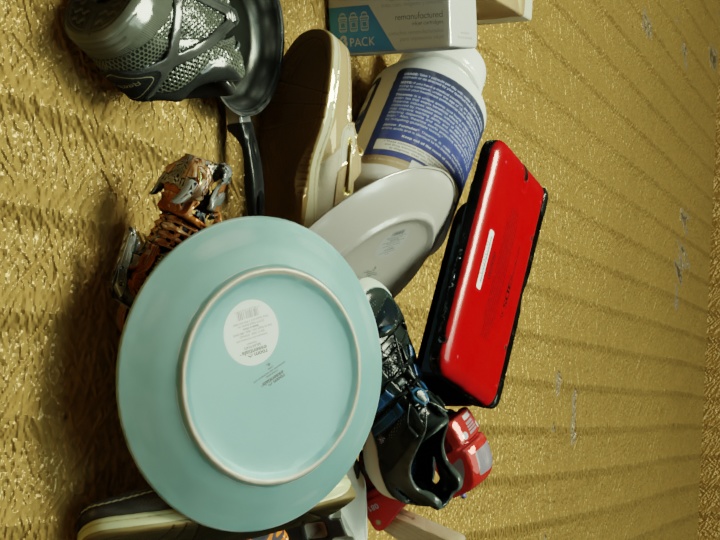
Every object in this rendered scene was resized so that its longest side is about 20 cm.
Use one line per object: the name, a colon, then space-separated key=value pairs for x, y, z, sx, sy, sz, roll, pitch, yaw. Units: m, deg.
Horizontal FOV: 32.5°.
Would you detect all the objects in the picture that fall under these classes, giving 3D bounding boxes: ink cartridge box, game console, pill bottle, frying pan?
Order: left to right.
frying pan: x=-0.082 y=-0.138 z=0.917 sx=0.115 sy=0.031 sz=0.191 roll=-54 pitch=142 yaw=-49
ink cartridge box: x=0.033 y=-0.287 z=1.051 sx=0.068 sy=0.115 sz=0.201 roll=-16 pitch=105 yaw=-63
pill bottle: x=0.049 y=-0.115 z=1.097 sx=0.111 sy=0.110 sz=0.201 roll=64 pitch=37 yaw=-43
game console: x=0.078 y=0.007 z=1.059 sx=0.172 sy=0.118 sz=0.201 roll=36 pitch=64 yaw=-55

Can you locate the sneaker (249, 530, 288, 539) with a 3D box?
sneaker: x=-0.062 y=0.206 z=0.926 sx=0.200 sy=0.077 sz=0.113 roll=47 pitch=51 yaw=-56

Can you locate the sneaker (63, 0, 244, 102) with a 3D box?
sneaker: x=-0.111 y=-0.189 z=0.808 sx=0.114 sy=0.076 sz=0.200 roll=59 pitch=43 yaw=-50

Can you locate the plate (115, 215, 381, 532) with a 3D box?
plate: x=-0.059 y=0.066 z=0.781 sx=0.199 sy=0.026 sz=0.202 roll=-1 pitch=91 yaw=-37

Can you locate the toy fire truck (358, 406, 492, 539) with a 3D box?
toy fire truck: x=0.043 y=0.217 z=1.072 sx=0.142 sy=0.199 sz=0.049 roll=60 pitch=29 yaw=0

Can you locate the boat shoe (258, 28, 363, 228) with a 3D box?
boat shoe: x=-0.034 y=-0.083 z=0.961 sx=0.069 sy=0.073 sz=0.201 roll=5 pitch=96 yaw=-46

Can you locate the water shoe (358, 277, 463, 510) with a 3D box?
water shoe: x=0.036 y=0.095 z=0.956 sx=0.071 sy=0.079 sz=0.201 roll=-38 pitch=126 yaw=-35

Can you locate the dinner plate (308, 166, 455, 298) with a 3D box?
dinner plate: x=0.000 y=0.000 z=0.955 sx=0.200 sy=0.024 sz=0.200 roll=-34 pitch=156 yaw=-18

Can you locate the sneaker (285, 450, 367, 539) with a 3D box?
sneaker: x=-0.034 y=0.166 z=1.006 sx=0.089 sy=0.074 sz=0.201 roll=-64 pitch=150 yaw=-65

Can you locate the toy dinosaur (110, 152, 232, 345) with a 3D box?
toy dinosaur: x=-0.117 y=0.027 z=0.816 sx=0.135 sy=0.102 sz=0.201 roll=8 pitch=119 yaw=-50

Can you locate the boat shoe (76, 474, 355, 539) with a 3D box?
boat shoe: x=-0.098 y=0.147 z=0.821 sx=0.199 sy=0.073 sz=0.065 roll=-1 pitch=61 yaw=-38

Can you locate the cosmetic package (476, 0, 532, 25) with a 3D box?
cosmetic package: x=0.087 y=-0.287 z=1.179 sx=0.200 sy=0.105 sz=0.072 roll=0 pitch=92 yaw=-63
